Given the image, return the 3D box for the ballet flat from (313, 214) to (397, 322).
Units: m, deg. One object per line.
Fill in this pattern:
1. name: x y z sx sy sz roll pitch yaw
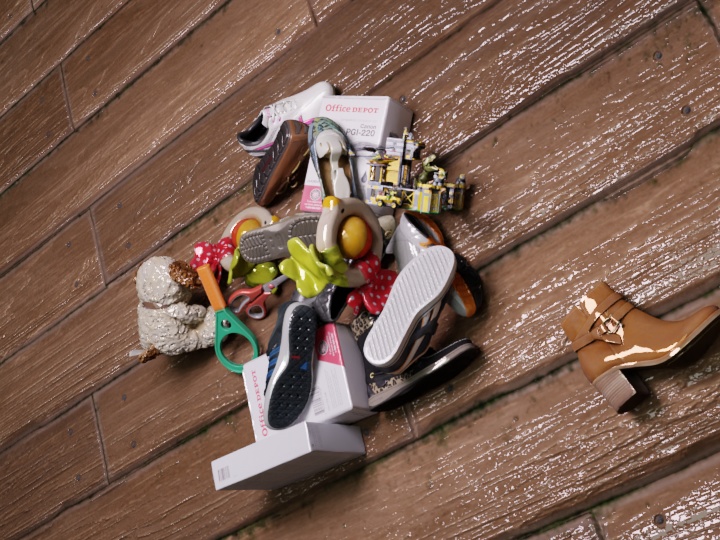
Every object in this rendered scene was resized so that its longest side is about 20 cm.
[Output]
1. ballet flat: 0.000 0.000 1.525 0.201 0.066 0.057 -54 40 -3

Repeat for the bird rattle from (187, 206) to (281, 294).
1. bird rattle: -0.209 -0.036 1.714 0.199 0.112 0.165 13 71 54

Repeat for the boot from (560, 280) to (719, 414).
1. boot: 0.372 0.073 1.280 0.200 0.076 0.156 -48 53 26

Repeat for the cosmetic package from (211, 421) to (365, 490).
1. cosmetic package: -0.113 0.296 1.516 0.198 0.150 0.052 -27 64 27

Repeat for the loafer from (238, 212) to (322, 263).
1. loafer: -0.103 -0.059 1.573 0.196 0.067 0.077 -5 107 18

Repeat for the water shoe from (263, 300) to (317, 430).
1. water shoe: -0.114 0.149 1.511 0.079 0.071 0.204 9 85 63

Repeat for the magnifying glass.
1. magnifying glass: -0.234 0.085 1.664 0.078 0.022 0.203 -16 106 18

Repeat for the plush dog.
1. plush dog: -0.350 0.059 1.708 0.197 0.160 0.175 1 105 36

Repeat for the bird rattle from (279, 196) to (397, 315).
1. bird rattle: -0.009 -0.023 1.421 0.112 0.198 0.166 0 79 51

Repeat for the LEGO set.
1. LEGO set: 0.085 -0.154 1.439 0.151 0.199 0.118 10 99 27

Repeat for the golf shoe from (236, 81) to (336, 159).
1. golf shoe: -0.129 -0.265 1.690 0.199 0.092 0.073 -37 60 22

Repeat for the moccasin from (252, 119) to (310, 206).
1. moccasin: -0.133 -0.183 1.673 0.202 0.077 0.074 -56 39 39

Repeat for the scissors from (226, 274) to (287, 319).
1. scissors: -0.164 0.029 1.628 0.200 0.072 0.014 -46 25 47

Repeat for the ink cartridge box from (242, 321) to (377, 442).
1. ink cartridge box: -0.083 0.191 1.559 0.198 0.085 0.150 -26 66 29

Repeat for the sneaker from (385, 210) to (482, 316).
1. sneaker: 0.111 0.005 1.482 0.092 0.075 0.201 -55 53 32

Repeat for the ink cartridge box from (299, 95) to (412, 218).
1. ink cartridge box: -0.007 -0.182 1.590 0.144 0.084 0.204 8 82 36

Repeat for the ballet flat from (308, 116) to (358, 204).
1. ballet flat: -0.037 -0.161 1.508 0.073 0.074 0.203 -22 73 29

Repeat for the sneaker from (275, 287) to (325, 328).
1. sneaker: -0.074 0.030 1.604 0.200 0.073 0.082 -46 54 6

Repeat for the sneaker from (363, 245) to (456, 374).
1. sneaker: 0.079 0.060 1.406 0.078 0.079 0.201 30 81 33

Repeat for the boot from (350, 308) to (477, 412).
1. boot: 0.074 0.112 1.477 0.199 0.073 0.153 -35 61 28
